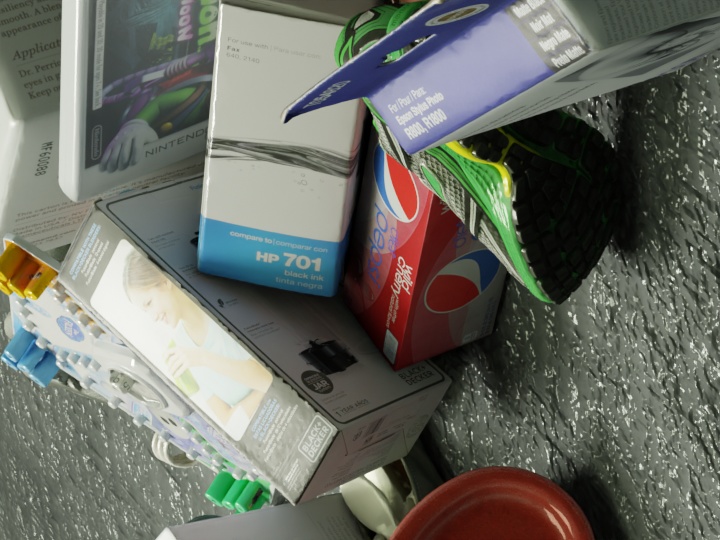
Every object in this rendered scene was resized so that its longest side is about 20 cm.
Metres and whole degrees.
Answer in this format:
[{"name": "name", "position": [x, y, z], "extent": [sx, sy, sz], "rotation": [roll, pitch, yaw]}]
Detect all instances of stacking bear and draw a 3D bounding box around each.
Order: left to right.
[{"name": "stacking bear", "position": [0.068, 0.194, 1.533], "extent": [0.121, 0.114, 0.200], "rotation": [22, 157, 5]}]

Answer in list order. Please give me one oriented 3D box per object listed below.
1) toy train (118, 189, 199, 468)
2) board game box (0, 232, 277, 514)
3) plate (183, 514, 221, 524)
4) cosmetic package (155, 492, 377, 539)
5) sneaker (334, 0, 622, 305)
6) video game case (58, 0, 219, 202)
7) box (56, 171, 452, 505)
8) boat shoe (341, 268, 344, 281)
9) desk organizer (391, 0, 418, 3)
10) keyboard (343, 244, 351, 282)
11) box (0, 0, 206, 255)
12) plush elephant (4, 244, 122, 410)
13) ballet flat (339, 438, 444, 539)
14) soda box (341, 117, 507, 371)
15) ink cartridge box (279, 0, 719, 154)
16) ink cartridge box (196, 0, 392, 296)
[{"name": "toy train", "position": [-0.097, 0.023, 1.741], "extent": [0.056, 0.150, 0.200], "rotation": [-115, 14, -58]}, {"name": "board game box", "position": [-0.135, 0.071, 1.639], "extent": [0.200, 0.026, 0.200], "rotation": [34, 161, 6]}, {"name": "plate", "position": [-0.089, 0.269, 1.896], "extent": [0.026, 0.200, 0.201], "rotation": [-10, 99, 27]}, {"name": "cosmetic package", "position": [-0.071, 0.246, 1.670], "extent": [0.199, 0.200, 0.123], "rotation": [-50, 64, 33]}, {"name": "sneaker", "position": [0.060, -0.062, 1.324], "extent": [0.085, 0.078, 0.200], "rotation": [14, 149, 46]}, {"name": "video game case", "position": [-0.087, -0.143, 1.537], "extent": [0.023, 0.182, 0.200], "rotation": [47, 148, 32]}, {"name": "box", "position": [-0.060, 0.033, 1.533], "extent": [0.200, 0.117, 0.060], "rotation": [42, 122, 19]}, {"name": "boat shoe", "position": [-0.061, 0.018, 1.639], "extent": [0.200, 0.068, 0.072], "rotation": [113, 149, -46]}, {"name": "desk organizer", "position": [0.043, -0.208, 1.339], "extent": [0.077, 0.072, 0.200], "rotation": [-12, 96, 65]}, {"name": "keyboard", "position": [0.000, 0.000, 1.631], "extent": [0.104, 0.040, 0.200], "rotation": [126, 134, -58]}, {"name": "box", "position": [-0.168, -0.137, 1.703], "extent": [0.172, 0.199, 0.200], "rotation": [64, 156, 19]}, {"name": "plush elephant", "position": [-0.169, 0.014, 1.905], "extent": [0.164, 0.155, 0.200], "rotation": [18, 174, 16]}, {"name": "ballet flat", "position": [-0.001, 0.101, 1.664], "extent": [0.067, 0.064, 0.200], "rotation": [-47, 61, 32]}, {"name": "soda box", "position": [0.044, -0.038, 1.460], "extent": [0.063, 0.070, 0.200], "rotation": [54, 152, 30]}, {"name": "ink cartridge box", "position": [0.088, -0.097, 1.149], "extent": [0.200, 0.200, 0.041], "rotation": [-27, 81, 68]}, {"name": "ink cartridge box", "position": [-0.030, -0.109, 1.474], "extent": [0.200, 0.086, 0.147], "rotation": [100, -176, -46]}]
